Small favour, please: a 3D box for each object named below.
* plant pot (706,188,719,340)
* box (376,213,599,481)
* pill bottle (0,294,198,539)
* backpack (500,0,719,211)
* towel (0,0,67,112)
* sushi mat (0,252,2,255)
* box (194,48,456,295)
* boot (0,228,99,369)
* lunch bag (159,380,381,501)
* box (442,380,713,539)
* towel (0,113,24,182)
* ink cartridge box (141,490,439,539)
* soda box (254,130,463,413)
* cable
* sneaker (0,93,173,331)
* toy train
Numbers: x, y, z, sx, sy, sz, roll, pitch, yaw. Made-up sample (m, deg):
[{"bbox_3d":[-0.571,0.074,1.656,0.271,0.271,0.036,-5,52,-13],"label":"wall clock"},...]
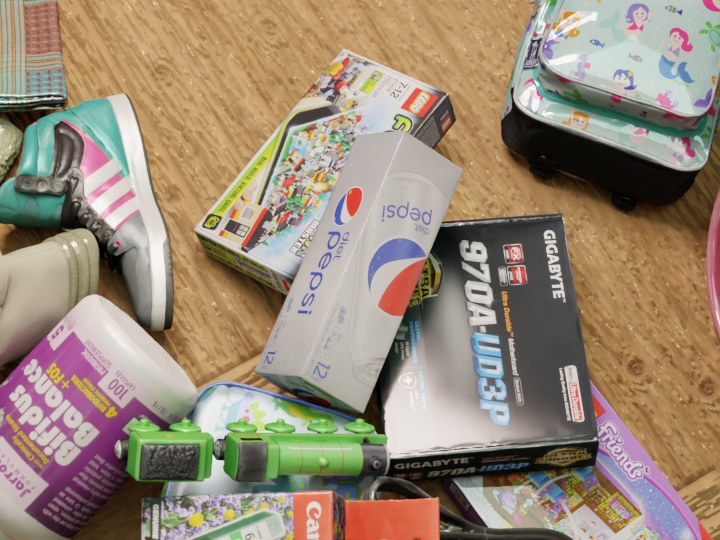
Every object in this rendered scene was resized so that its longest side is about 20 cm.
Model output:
[{"bbox_3d":[0.389,-0.004,1.523,0.177,0.200,0.202,-2,68,-24],"label":"plant pot"},{"bbox_3d":[0.088,0.057,1.504,0.157,0.046,0.202,-4,58,-2],"label":"box"},{"bbox_3d":[-0.218,0.124,1.413,0.112,0.112,0.200,43,91,11],"label":"pill bottle"},{"bbox_3d":[0.214,-0.177,1.588,0.176,0.151,0.201,19,63,3],"label":"backpack"},{"bbox_3d":[-0.331,-0.173,1.554,0.198,0.022,0.147,-4,47,-11],"label":"towel"},{"bbox_3d":[-0.321,-0.015,1.491,0.095,0.012,0.202,-24,95,-17],"label":"sushi mat"},{"bbox_3d":[-0.026,-0.075,1.553,0.109,0.035,0.200,25,65,30],"label":"box"},{"bbox_3d":[-0.274,0.061,1.449,0.072,0.201,0.154,42,35,22],"label":"boot"},{"bbox_3d":[-0.070,0.193,1.438,0.159,0.083,0.202,15,67,0],"label":"lunch bag"},{"bbox_3d":[0.174,0.198,1.488,0.136,0.039,0.201,-33,75,-17],"label":"box"},{"bbox_3d":[-0.373,-0.082,1.535,0.198,0.037,0.150,19,69,1],"label":"towel"},{"bbox_3d":[-0.047,0.205,1.340,0.198,0.050,0.110,-3,76,10],"label":"ink cartridge box"},{"bbox_3d":[0.000,0.000,1.466,0.063,0.068,0.201,31,74,-30],"label":"soda box"},{"bbox_3d":[0.064,0.193,1.418,0.198,0.050,0.098,-1,78,-30],"label":"cable"},{"bbox_3d":[-0.213,-0.039,1.510,0.120,0.084,0.201,-10,62,-16],"label":"sneaker"},{"bbox_3d":[-0.069,0.126,1.375,0.198,0.056,0.042,2,97,-21],"label":"toy train"}]
